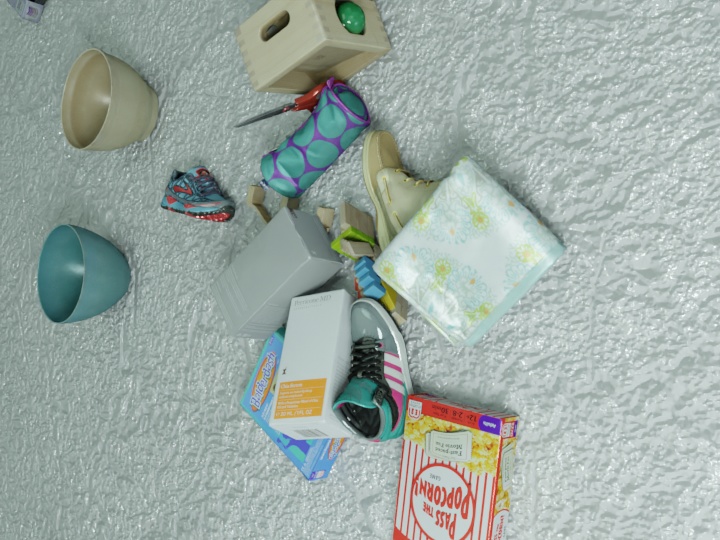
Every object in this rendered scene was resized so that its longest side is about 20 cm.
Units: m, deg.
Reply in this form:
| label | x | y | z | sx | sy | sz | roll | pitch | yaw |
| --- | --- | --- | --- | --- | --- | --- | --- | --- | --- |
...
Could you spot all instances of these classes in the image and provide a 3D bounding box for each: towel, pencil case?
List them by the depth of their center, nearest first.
| label | x | y | z | sx | sy | sz | roll | pitch | yaw |
| --- | --- | --- | --- | --- | --- | --- | --- | --- | --- |
| towel | 0.131 | -0.016 | 0.961 | 0.171 | 0.048 | 0.200 | 42 | 118 | 3 |
| pencil case | -0.074 | -0.200 | 1.183 | 0.092 | 0.085 | 0.200 | 44 | 121 | -9 |

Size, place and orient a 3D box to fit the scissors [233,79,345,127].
| label | x | y | z | sx | sy | sz | roll | pitch | yaw |
| --- | --- | --- | --- | --- | --- | --- | --- | --- | --- |
| scissors | -0.102 | -0.253 | 1.148 | 0.014 | 0.200 | 0.073 | 58 | 135 | 12 |

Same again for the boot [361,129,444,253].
| label | x | y | z | sx | sy | sz | roll | pitch | yaw |
| --- | --- | --- | --- | --- | --- | --- | --- | --- | --- |
| boot | 0.085 | -0.117 | 1.042 | 0.155 | 0.073 | 0.201 | -19 | 76 | 40 |

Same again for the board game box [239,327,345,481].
| label | x | y | z | sx | sy | sz | roll | pitch | yaw |
| --- | --- | --- | --- | --- | --- | --- | --- | --- | --- |
| board game box | -0.097 | 0.205 | 1.199 | 0.200 | 0.045 | 0.153 | 38 | 111 | 37 |

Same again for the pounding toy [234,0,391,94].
| label | x | y | z | sx | sy | sz | roll | pitch | yaw |
| --- | --- | --- | --- | --- | --- | --- | --- | --- | --- |
| pounding toy | -0.053 | -0.371 | 1.133 | 0.200 | 0.184 | 0.143 | -24 | 83 | 38 |

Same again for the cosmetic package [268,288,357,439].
| label | x | y | z | sx | sy | sz | roll | pitch | yaw |
| --- | --- | --- | --- | --- | --- | --- | --- | --- | --- |
| cosmetic package | -0.058 | 0.136 | 1.100 | 0.101 | 0.071 | 0.201 | -11 | 57 | 32 |

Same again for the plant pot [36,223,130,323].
| label | x | y | z | sx | sy | sz | roll | pitch | yaw |
| --- | --- | --- | --- | --- | --- | --- | --- | --- | --- |
| plant pot | -0.558 | 0.011 | 1.572 | 0.200 | 0.134 | 0.201 | -5 | 83 | 42 |

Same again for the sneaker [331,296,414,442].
| label | x | y | z | sx | sy | sz | roll | pitch | yaw |
| --- | --- | --- | --- | --- | --- | --- | --- | --- | --- |
| sneaker | 0.006 | 0.144 | 1.028 | 0.083 | 0.121 | 0.201 | -15 | 93 | 34 |

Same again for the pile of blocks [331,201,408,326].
| label | x | y | z | sx | sy | sz | roll | pitch | yaw |
| --- | --- | --- | --- | --- | --- | --- | --- | --- | --- |
| pile of blocks | 0.000 | 0.000 | 1.104 | 0.062 | 0.082 | 0.201 | -39 | 63 | 33 |

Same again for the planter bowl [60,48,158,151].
| label | x | y | z | sx | sy | sz | roll | pitch | yaw |
| --- | --- | --- | --- | --- | --- | --- | --- | --- | --- |
| planter bowl | -0.499 | -0.334 | 1.547 | 0.200 | 0.134 | 0.201 | -3 | 85 | 42 |

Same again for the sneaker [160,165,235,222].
| label | x | y | z | sx | sy | sz | roll | pitch | yaw |
| --- | --- | --- | --- | --- | --- | --- | --- | --- | --- |
| sneaker | -0.298 | -0.145 | 1.388 | 0.200 | 0.079 | 0.096 | 15 | 94 | 42 |

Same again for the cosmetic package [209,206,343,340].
| label | x | y | z | sx | sy | sz | roll | pitch | yaw |
| --- | --- | --- | --- | --- | --- | --- | --- | --- | --- |
| cosmetic package | -0.132 | 0.008 | 1.176 | 0.200 | 0.090 | 0.107 | -40 | 60 | 24 |

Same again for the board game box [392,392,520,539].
| label | x | y | z | sx | sy | sz | roll | pitch | yaw |
| --- | --- | --- | --- | --- | --- | --- | --- | --- | --- |
| board game box | 0.122 | 0.274 | 0.994 | 0.151 | 0.046 | 0.201 | 6 | 91 | 42 |

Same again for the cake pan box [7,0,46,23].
| label | x | y | z | sx | sy | sz | roll | pitch | yaw |
| --- | --- | --- | --- | --- | --- | --- | --- | --- | --- |
| cake pan box | -0.853 | -0.763 | 1.961 | 0.200 | 0.052 | 0.185 | 45 | 118 | 35 |

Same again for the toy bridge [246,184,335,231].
| label | x | y | z | sx | sy | sz | roll | pitch | yaw |
| --- | --- | --- | --- | --- | --- | --- | --- | --- | --- |
| toy bridge | -0.120 | -0.090 | 1.257 | 0.200 | 0.027 | 0.068 | 21 | 102 | 41 |
